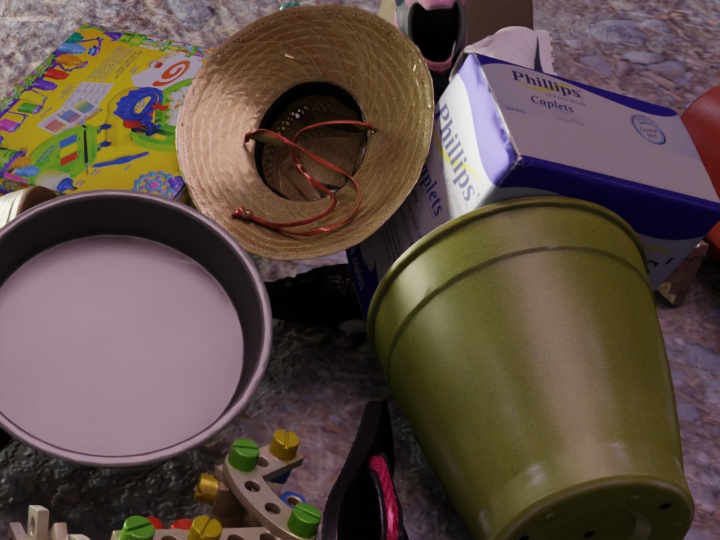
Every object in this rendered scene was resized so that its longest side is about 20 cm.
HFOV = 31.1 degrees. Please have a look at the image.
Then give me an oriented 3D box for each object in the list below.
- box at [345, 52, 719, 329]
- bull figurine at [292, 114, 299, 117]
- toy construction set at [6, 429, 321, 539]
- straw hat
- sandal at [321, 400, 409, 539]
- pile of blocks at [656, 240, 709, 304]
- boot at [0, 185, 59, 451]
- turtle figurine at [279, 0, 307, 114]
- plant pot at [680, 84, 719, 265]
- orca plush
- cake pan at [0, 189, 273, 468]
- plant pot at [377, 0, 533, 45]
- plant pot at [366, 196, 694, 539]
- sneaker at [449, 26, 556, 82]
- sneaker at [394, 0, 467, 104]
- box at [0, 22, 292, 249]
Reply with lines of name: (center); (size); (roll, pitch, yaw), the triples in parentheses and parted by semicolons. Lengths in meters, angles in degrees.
box: (0.118, -0.030, 0.921); (0.182, 0.201, 0.106); (10, 44, -28)
bull figurine: (-0.108, -0.125, 1.188); (0.199, 0.066, 0.121); (29, 29, 17)
toy construction set: (-0.108, 0.158, 0.749); (0.198, 0.093, 0.131); (-9, 38, -22)
straw hat: (-0.032, -0.082, 0.927); (0.198, 0.085, 0.203); (-5, 65, 11)
sandal: (0.012, 0.148, 0.800); (0.044, 0.076, 0.201); (-1, 30, 12)
pile of blocks: (0.223, -0.063, 1.115); (0.061, 0.082, 0.202); (2, 55, -30)
boot: (-0.290, 0.040, 0.897); (0.153, 0.072, 0.202); (-3, 63, 31)
turtle figurine: (-0.008, -0.160, 1.150); (0.100, 0.150, 0.200); (-33, 45, -7)
plant pot: (0.363, -0.061, 1.084); (0.198, 0.203, 0.195); (-7, 29, -21)
orca plush: (0.000, 0.000, 1.019); (0.197, 0.072, 0.106); (10, 33, 4)
cake pan: (-0.155, 0.039, 0.822); (0.198, 0.037, 0.202); (6, 56, -8)
plant pot: (0.106, -0.297, 1.360); (0.185, 0.202, 0.188); (5, 33, -3)
plant pot: (0.118, 0.093, 0.823); (0.198, 0.202, 0.194); (-2, 47, -13)
sneaker: (0.117, -0.172, 1.108); (0.080, 0.077, 0.200); (16, 23, -6)
sneaker: (0.060, -0.189, 1.126); (0.069, 0.201, 0.083); (-7, 52, 3)
box: (-0.179, -0.078, 1.012); (0.191, 0.123, 0.201); (15, 45, 20)
